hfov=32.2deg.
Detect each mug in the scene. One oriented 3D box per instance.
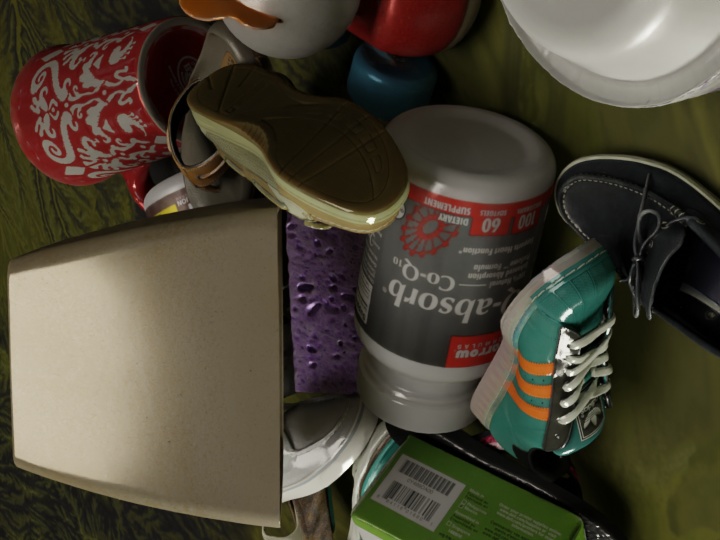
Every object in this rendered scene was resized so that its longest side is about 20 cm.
[{"bbox_3d":[-0.189,-0.143,1.117,0.199,0.177,0.134,-6,60,48],"label":"mug"}]

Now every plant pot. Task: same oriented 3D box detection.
[{"bbox_3d":[-0.141,0.052,0.862,0.200,0.175,0.202,-117,28,-84],"label":"plant pot"}]

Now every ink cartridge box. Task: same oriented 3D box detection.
[{"bbox_3d":[0.091,0.227,0.896,0.147,0.076,0.201,22,149,34],"label":"ink cartridge box"}]

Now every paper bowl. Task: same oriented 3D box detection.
[{"bbox_3d":[0.144,-0.187,0.659,0.200,0.104,0.203,26,124,46],"label":"paper bowl"}]

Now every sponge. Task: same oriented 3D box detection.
[{"bbox_3d":[0.000,0.000,0.940,0.110,0.030,0.202,4,109,17],"label":"sponge"}]

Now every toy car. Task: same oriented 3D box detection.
[{"bbox_3d":[-0.038,-0.200,0.805,0.177,0.199,0.185,47,136,29],"label":"toy car"}]

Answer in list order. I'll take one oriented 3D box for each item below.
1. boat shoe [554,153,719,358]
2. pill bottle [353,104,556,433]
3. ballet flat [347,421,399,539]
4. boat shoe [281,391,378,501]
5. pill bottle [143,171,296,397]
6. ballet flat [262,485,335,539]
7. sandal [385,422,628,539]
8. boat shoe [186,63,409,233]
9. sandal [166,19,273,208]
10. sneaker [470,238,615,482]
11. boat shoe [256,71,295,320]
[{"bbox_3d":[0.181,-0.007,0.720,0.200,0.062,0.075,41,135,37],"label":"boat shoe"},{"bbox_3d":[0.057,0.002,0.839,0.116,0.115,0.201,37,132,37],"label":"pill bottle"},{"bbox_3d":[0.017,0.176,1.015,0.069,0.069,0.201,38,133,37],"label":"ballet flat"},{"bbox_3d":[-0.069,0.141,1.015,0.199,0.068,0.072,-28,37,41],"label":"boat shoe"},{"bbox_3d":[-0.102,0.013,1.051,0.109,0.109,0.202,-25,85,53],"label":"pill bottle"},{"bbox_3d":[-0.048,0.236,1.061,0.068,0.067,0.201,98,162,-56],"label":"ballet flat"},{"bbox_3d":[0.107,0.139,0.877,0.199,0.045,0.075,30,149,24],"label":"sandal"},{"bbox_3d":[-0.037,-0.069,0.793,0.200,0.073,0.063,30,151,40],"label":"boat shoe"},{"bbox_3d":[-0.109,-0.099,0.916,0.082,0.054,0.200,47,148,15],"label":"sandal"},{"bbox_3d":[0.128,0.060,0.768,0.080,0.071,0.201,48,153,23],"label":"sneaker"},{"bbox_3d":[-0.053,-0.060,0.993,0.071,0.066,0.203,-8,103,23],"label":"boat shoe"}]
